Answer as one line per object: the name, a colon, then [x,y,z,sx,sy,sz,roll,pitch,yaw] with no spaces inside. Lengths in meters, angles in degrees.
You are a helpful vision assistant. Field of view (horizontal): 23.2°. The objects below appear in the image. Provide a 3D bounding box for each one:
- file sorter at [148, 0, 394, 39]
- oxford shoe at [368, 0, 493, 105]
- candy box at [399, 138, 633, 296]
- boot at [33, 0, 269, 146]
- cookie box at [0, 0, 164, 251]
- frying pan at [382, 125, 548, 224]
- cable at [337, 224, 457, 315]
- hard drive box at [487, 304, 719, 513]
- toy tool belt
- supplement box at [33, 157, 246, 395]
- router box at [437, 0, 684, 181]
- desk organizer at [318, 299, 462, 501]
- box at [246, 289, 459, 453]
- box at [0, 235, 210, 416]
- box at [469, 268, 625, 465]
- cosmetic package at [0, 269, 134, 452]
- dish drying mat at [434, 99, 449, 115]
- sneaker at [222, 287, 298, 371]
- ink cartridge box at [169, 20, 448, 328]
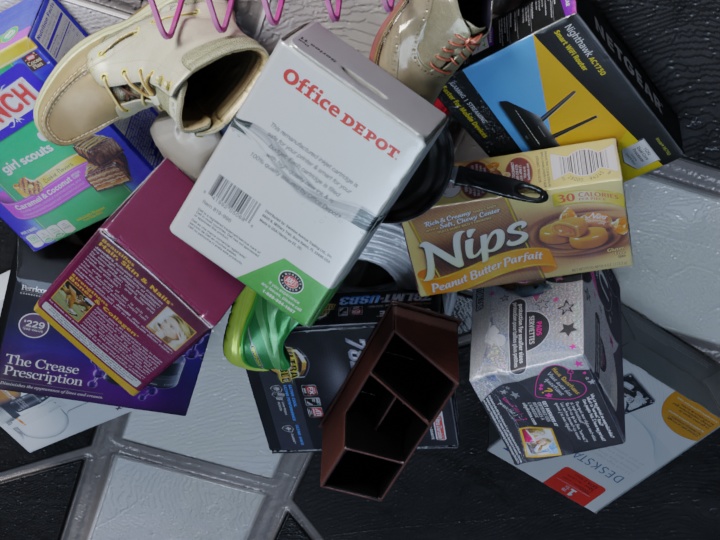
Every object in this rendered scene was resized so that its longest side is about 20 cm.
file sorter: [-0.074,-0.273,1.399,0.198,0.126,0.140,-5,133,12]
oxford shoe: [0.062,-0.189,1.435,0.070,0.075,0.202,3,110,-45]
candy box: [0.138,-0.046,1.563,0.198,0.056,0.116,-8,137,8]
boot: [-0.176,-0.151,1.464,0.199,0.155,0.072,-36,128,-1]
cookie box: [-0.293,-0.132,1.600,0.170,0.076,0.200,-23,127,26]
frying pan: [0.059,-0.102,1.500,0.188,0.116,0.031,-8,178,-7]
cable: [0.000,0.000,1.697,0.199,0.070,0.200,32,130,-22]
hard drive box: [0.251,0.143,1.801,0.155,0.077,0.200,30,131,-20]
toy tool belt: [-0.080,-0.113,1.549,0.199,0.125,0.124,-18,105,21]
supplement box: [-0.191,0.009,1.577,0.131,0.103,0.200,42,146,-8]
router box: [0.171,-0.146,1.532,0.148,0.051,0.200,-24,133,26]
desk organizer: [0.026,0.127,1.652,0.071,0.077,0.201,15,135,-14]
box: [-0.008,0.102,1.721,0.196,0.050,0.201,-1,138,8]
box: [-0.255,0.056,1.741,0.198,0.079,0.142,9,121,-16]
box: [0.176,0.055,1.637,0.114,0.201,0.133,-14,132,18]
cosmetic package: [-0.352,0.096,1.851,0.150,0.052,0.200,-24,127,24]
dish drying mat: [0.050,-0.159,1.570,0.076,0.018,0.200,25,132,-17]
sneaker: [-0.064,-0.001,1.611,0.083,0.074,0.202,18,104,-6]
ink cartridge box: [-0.041,-0.080,1.434,0.146,0.083,0.201,36,117,2]
